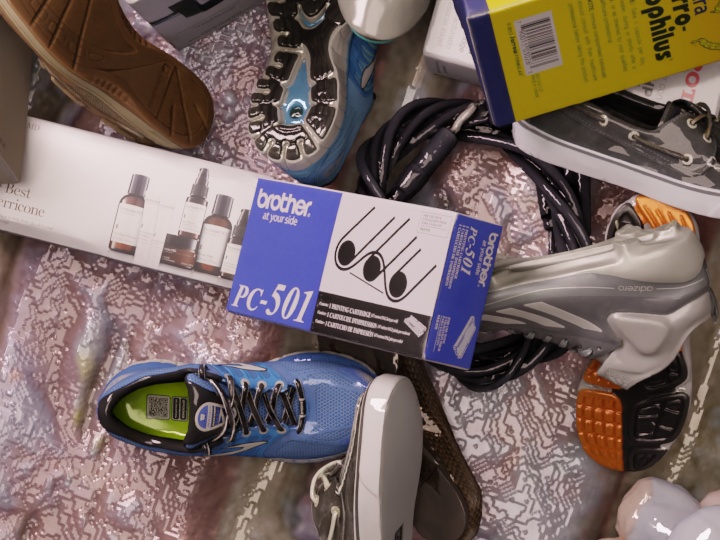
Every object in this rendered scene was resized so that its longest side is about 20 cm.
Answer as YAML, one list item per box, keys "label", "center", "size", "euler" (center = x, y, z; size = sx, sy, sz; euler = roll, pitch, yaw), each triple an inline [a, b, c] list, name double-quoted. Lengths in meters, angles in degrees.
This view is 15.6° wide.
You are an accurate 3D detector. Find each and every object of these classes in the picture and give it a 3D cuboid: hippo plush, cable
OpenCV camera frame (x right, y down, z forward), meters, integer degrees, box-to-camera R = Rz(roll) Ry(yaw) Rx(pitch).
- label: "hippo plush"
  center: [0.216, 0.227, 1.672]
  size: [0.159, 0.161, 0.200]
  euler: [-18, 85, 3]
- label: "cable"
  center: [0.074, -0.020, 1.734]
  size: [0.163, 0.051, 0.200]
  euler: [4, 78, -9]

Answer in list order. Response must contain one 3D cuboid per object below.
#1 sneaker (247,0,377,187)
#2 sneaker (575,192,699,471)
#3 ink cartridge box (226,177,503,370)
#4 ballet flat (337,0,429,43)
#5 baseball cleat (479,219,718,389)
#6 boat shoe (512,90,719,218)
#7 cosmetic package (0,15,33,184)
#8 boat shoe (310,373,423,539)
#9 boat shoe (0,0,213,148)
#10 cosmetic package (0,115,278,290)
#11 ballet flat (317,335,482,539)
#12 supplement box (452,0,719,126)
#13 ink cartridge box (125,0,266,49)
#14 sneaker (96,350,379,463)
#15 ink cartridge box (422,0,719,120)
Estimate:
- label: "sneaker"
  center: [-0.024, -0.146, 1.763]
  size: [0.078, 0.090, 0.200]
  euler: [8, 67, 20]
- label: "sneaker"
  center: [0.193, 0.035, 1.735]
  size: [0.076, 0.092, 0.200]
  euler: [13, 111, 10]
- label: "ink cartridge box"
  center: [0.000, 0.000, 1.674]
  size: [0.200, 0.044, 0.094]
  euler: [13, 89, 49]
- label: "ballet flat"
  center: [0.032, -0.237, 1.722]
  size: [0.067, 0.064, 0.200]
  euler: [20, 52, 0]
- label: "baseball cleat"
  center: [0.127, 0.033, 1.665]
  size: [0.200, 0.070, 0.107]
  euler: [-13, 104, 21]
- label: "boat shoe"
  center: [0.195, -0.082, 1.668]
  size: [0.200, 0.069, 0.057]
  euler: [16, 120, 8]
- label: "cosmetic package"
  center: [-0.264, -0.166, 1.735]
  size: [0.073, 0.104, 0.200]
  euler: [-1, 68, 11]
- label: "boat shoe"
  center: [-0.003, 0.157, 1.710]
  size: [0.064, 0.071, 0.200]
  euler: [14, 116, 21]
- label: "boat shoe"
  center: [-0.184, -0.143, 1.728]
  size: [0.200, 0.064, 0.071]
  euler: [45, 57, -32]
- label: "cosmetic package"
  center: [-0.161, -0.047, 1.776]
  size: [0.200, 0.051, 0.083]
  euler: [14, 86, 5]
- label: "ballet flat"
  center: [0.030, 0.091, 1.759]
  size: [0.067, 0.046, 0.200]
  euler: [-34, 77, 33]
- label: "supplement box"
  center: [0.157, -0.188, 1.629]
  size: [0.200, 0.110, 0.109]
  euler: [-16, 52, 2]
- label: "ink cartridge box"
  center: [-0.135, -0.237, 1.712]
  size: [0.083, 0.200, 0.147]
  euler: [-30, 84, 2]
- label: "sneaker"
  center: [-0.080, 0.096, 1.731]
  size: [0.200, 0.089, 0.079]
  euler: [-3, 95, 10]
- label: "ink cartridge box"
  center: [0.156, -0.180, 1.744]
  size: [0.200, 0.084, 0.145]
  euler: [16, 87, 5]
